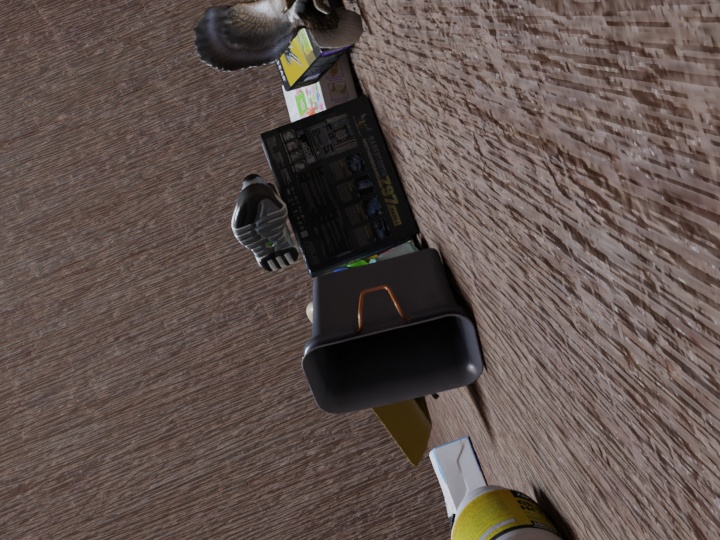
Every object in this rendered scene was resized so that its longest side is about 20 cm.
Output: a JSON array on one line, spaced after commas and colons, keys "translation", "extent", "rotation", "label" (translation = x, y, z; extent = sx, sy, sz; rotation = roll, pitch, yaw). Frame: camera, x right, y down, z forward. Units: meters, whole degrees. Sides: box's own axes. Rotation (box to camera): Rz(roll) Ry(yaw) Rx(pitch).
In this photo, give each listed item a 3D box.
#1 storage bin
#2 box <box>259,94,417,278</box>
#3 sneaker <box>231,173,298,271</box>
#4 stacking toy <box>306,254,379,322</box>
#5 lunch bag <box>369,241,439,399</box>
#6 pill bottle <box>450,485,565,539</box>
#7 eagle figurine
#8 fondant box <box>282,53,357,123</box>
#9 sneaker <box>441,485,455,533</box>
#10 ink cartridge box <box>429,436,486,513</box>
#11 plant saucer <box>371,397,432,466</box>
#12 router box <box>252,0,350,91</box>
[{"translation": [0.028, 0.056, 1.273], "extent": [0.136, 0.197, 0.147], "rotation": [-100, -6, -45], "label": "storage bin"}, {"translation": [-0.029, -0.112, 1.464], "extent": [0.051, 0.155, 0.203], "rotation": [109, 139, -82], "label": "box"}, {"translation": [-0.138, -0.088, 1.445], "extent": [0.201, 0.074, 0.117], "rotation": [79, 172, -65], "label": "sneaker"}, {"translation": [0.000, 0.000, 1.620], "extent": [0.084, 0.202, 0.086], "rotation": [25, 158, 11], "label": "stacking toy"}, {"translation": [0.076, 0.070, 1.460], "extent": [0.160, 0.076, 0.203], "rotation": [102, 145, -84], "label": "lunch bag"}, {"translation": [0.154, 0.294, 1.141], "extent": [0.200, 0.111, 0.114], "rotation": [-126, 16, -82], "label": "pill bottle"}, {"translation": [-0.090, -0.305, 1.252], "extent": [0.199, 0.149, 0.154], "rotation": [153, 123, -61], "label": "eagle figurine"}, {"translation": [-0.044, -0.196, 1.587], "extent": [0.144, 0.057, 0.203], "rotation": [-21, 84, 67], "label": "fondant box"}, {"translation": [0.190, 0.422, 2.072], "extent": [0.089, 0.073, 0.204], "rotation": [-125, 25, -82], "label": "sneaker"}, {"translation": [0.172, 0.359, 1.921], "extent": [0.200, 0.066, 0.118], "rotation": [83, 166, -79], "label": "ink cartridge box"}, {"translation": [0.037, 0.131, 1.493], "extent": [0.201, 0.048, 0.201], "rotation": [57, -168, -38], "label": "plant saucer"}, {"translation": [-0.088, -0.357, 1.440], "extent": [0.157, 0.052, 0.203], "rotation": [-27, 83, 67], "label": "router box"}]
